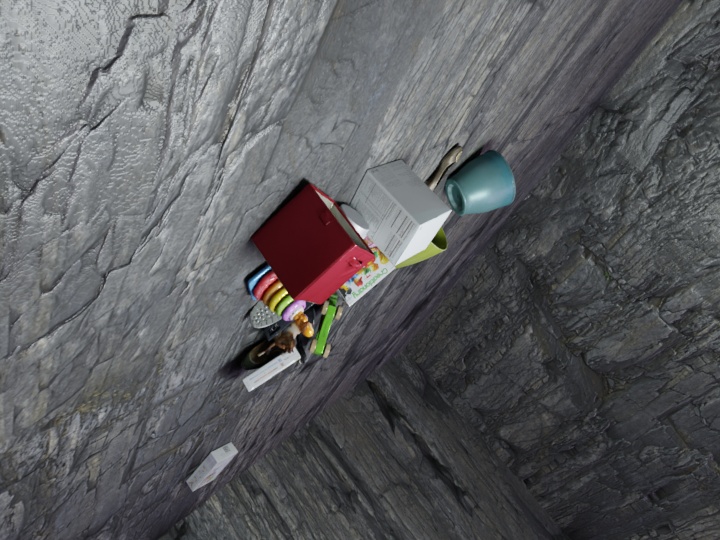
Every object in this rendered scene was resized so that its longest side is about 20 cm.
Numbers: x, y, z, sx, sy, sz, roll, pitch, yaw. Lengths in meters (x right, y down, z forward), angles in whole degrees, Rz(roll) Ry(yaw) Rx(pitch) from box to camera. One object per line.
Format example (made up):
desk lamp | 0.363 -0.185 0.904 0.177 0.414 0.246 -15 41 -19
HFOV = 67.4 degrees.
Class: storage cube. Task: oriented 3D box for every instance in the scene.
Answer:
storage cube | -0.099 -0.050 1.200 0.179 0.201 0.171 -39 165 9

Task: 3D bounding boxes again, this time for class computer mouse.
computer mouse | -0.192 0.196 1.761 0.051 0.140 0.202 4 136 -19

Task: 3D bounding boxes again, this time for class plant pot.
plant pot | 0.403 -0.288 1.876 0.185 0.203 0.201 -23 160 -12
plant pot | 0.153 -0.096 1.781 0.198 0.190 0.186 -34 170 28

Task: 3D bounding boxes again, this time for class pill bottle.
pill bottle | -0.072 -0.061 1.380 0.201 0.114 0.113 -49 163 19

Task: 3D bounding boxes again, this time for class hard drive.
hard drive | -0.197 0.122 1.585 0.199 0.043 0.135 -40 -177 -3

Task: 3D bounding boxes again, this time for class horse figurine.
horse figurine | -0.228 0.201 1.635 0.131 0.050 0.201 -29 -167 25

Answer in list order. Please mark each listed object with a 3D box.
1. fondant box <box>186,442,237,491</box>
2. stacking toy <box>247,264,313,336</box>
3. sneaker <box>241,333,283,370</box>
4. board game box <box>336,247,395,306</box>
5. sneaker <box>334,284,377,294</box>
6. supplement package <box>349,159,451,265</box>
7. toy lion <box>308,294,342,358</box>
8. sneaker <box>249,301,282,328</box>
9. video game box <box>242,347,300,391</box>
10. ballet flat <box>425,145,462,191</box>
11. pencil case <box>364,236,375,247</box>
fondant box | -0.639 0.845 2.330 0.201 0.058 0.144 -50 163 16
stacking toy | -0.177 0.081 1.316 0.109 0.200 0.117 -36 162 -19
sneaker | -0.300 0.257 1.714 0.090 0.068 0.199 -39 173 34
board game box | 0.000 0.000 1.687 0.199 0.127 0.034 -39 -168 -17
sneaker | -0.005 0.030 1.763 0.201 0.116 0.075 -50 162 19
supplement package | 0.097 -0.154 1.407 0.150 0.200 0.152 -26 157 -44
toy lion | -0.117 0.175 1.789 0.192 0.067 0.204 162 -54 -81
sneaker | -0.218 0.092 1.486 0.199 0.077 0.081 -38 173 -17
video game box | -0.274 0.304 1.663 0.180 0.047 0.200 -30 175 -15
ballet flat | 0.258 -0.305 1.705 0.201 0.046 0.067 -50 164 18
pencil case | 0.059 -0.116 1.625 0.085 0.085 0.199 -3 -176 28
